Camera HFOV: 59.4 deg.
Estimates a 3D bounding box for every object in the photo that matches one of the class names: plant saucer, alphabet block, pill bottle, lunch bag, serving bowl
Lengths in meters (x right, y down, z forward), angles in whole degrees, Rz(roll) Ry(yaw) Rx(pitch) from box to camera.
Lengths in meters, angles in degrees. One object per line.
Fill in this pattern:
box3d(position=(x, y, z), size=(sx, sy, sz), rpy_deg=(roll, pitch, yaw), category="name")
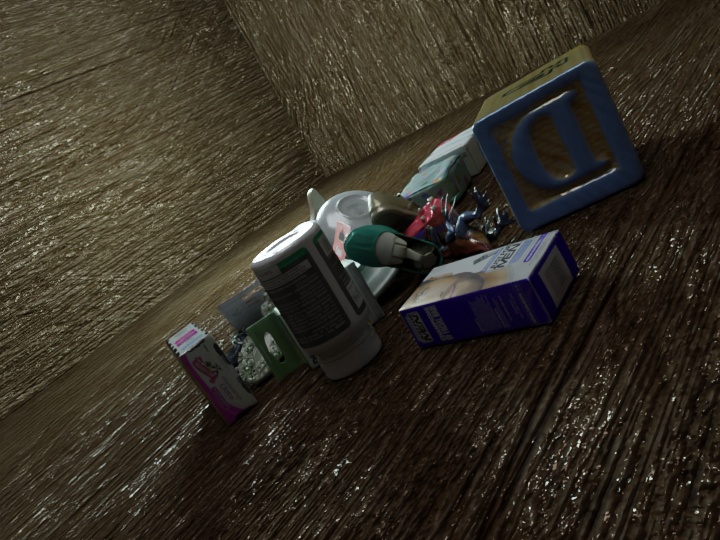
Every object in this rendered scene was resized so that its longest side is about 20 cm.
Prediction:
box3d(position=(0.000, 0.000, 1.143), size=(0.200, 0.050, 0.201), rpy_deg=(-41, 19, 18), category="plant saucer")
box3d(position=(0.308, -0.212, 0.993), size=(0.194, 0.197, 0.200), rpy_deg=(-23, 15, 25), category="alphabet block")
box3d(position=(-0.058, 0.045, 0.890), size=(0.112, 0.202, 0.113), rpy_deg=(-29, 13, 7), category="pill bottle")
box3d(position=(0.171, -0.191, 1.481), size=(0.159, 0.078, 0.200), rpy_deg=(-26, 14, 30), category="lunch bag")
box3d(position=(-0.009, -0.121, 1.435), size=(0.196, 0.067, 0.202), rpy_deg=(-1, 44, 1), category="serving bowl")

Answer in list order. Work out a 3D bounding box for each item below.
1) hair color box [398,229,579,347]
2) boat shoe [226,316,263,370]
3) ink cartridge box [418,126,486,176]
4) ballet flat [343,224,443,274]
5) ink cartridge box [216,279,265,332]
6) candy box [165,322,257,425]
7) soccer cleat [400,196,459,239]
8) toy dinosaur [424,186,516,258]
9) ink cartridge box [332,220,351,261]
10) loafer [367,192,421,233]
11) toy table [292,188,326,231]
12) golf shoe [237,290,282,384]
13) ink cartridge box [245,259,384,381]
box3d(position=(0.154, 0.026, 0.778), size=(0.198, 0.065, 0.109), rpy_deg=(-21, 18, 45), category="hair color box")
box3d(position=(-0.216, 0.137, 1.230), size=(0.199, 0.062, 0.075), rpy_deg=(-36, 16, -12), category="boat shoe")
box3d(position=(0.255, -0.293, 1.637), size=(0.144, 0.084, 0.200), rpy_deg=(-22, 17, 35), category="ink cartridge box")
box3d(position=(0.064, -0.033, 1.015), size=(0.198, 0.069, 0.070), rpy_deg=(9, 0, -43), category="ballet flat")
box3d(position=(-0.199, 0.052, 1.272), size=(0.159, 0.048, 0.201), rpy_deg=(-33, -25, -6), category="ink cartridge box")
box3d(position=(-0.253, 0.166, 1.051), size=(0.061, 0.138, 0.199), rpy_deg=(-37, 13, -19), category="candy box")
box3d(position=(0.104, -0.054, 1.205), size=(0.200, 0.076, 0.067), rpy_deg=(-45, 27, 26), category="soccer cleat")
box3d(position=(0.157, -0.055, 1.020), size=(0.182, 0.104, 0.202), rpy_deg=(-51, 11, 49), category="toy dinosaur")
box3d(position=(-0.071, 0.011, 1.124), size=(0.160, 0.046, 0.204), rpy_deg=(-143, 66, -77), category="ink cartridge box")
box3d(position=(0.081, -0.113, 1.251), size=(0.075, 0.069, 0.199), rpy_deg=(-34, -25, 24), category="loafer")
box3d(position=(-0.089, -0.100, 1.576), size=(0.197, 0.185, 0.118), rpy_deg=(-6, 42, 38), category="toy table")
box3d(position=(-0.157, 0.130, 1.134), size=(0.077, 0.098, 0.202), rpy_deg=(9, 50, 12), category="golf shoe")
box3d(position=(-0.071, 0.082, 1.000), size=(0.199, 0.105, 0.059), rpy_deg=(-35, 13, -12), category="ink cartridge box")
